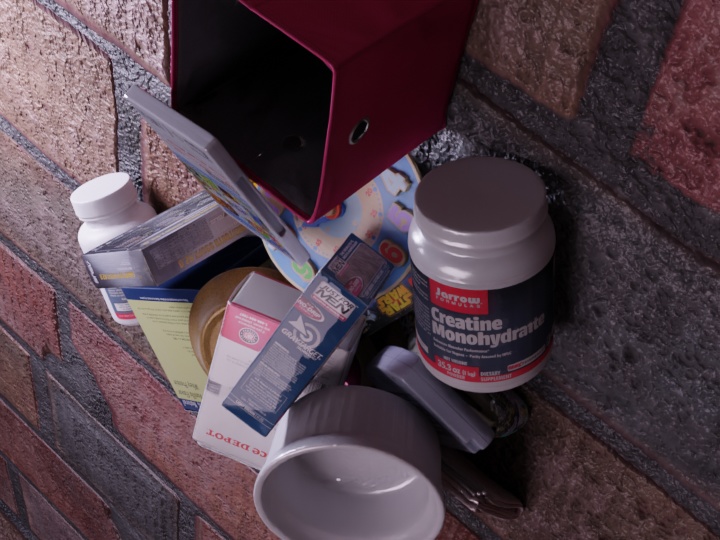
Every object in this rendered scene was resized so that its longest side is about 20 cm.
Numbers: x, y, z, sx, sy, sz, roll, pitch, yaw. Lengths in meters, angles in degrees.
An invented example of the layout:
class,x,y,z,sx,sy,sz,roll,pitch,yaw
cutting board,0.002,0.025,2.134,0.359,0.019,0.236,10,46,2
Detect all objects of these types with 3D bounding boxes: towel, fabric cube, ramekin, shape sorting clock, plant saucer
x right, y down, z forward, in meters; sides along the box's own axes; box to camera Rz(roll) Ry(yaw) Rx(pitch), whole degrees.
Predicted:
class,x,y,z,sx,sy,sz,roll,pitch,yaw
towel,0.093,0.224,1.399,0.200,0.032,0.191,36,180,25
fabric cube,-0.036,-0.203,1.081,0.200,0.199,0.196,39,144,21
ramekin,-0.006,0.214,1.245,0.200,0.098,0.201,5,132,5
shape sorting clock,-0.024,-0.063,1.207,0.200,0.039,0.201,6,101,30
plant saucer,-0.117,0.093,1.390,0.200,0.035,0.201,7,119,13

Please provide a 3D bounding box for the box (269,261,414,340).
class,x,y,z,sx,sy,sz,roll,pitch,yaw
box,0.000,0.000,1.338,0.200,0.040,0.137,-33,93,44

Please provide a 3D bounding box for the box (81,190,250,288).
class,x,y,z,sx,sy,sz,roll,pitch,yaw
box,-0.215,-0.044,1.423,0.158,0.200,0.048,-3,115,51

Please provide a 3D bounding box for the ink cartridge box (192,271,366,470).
class,x,y,z,sx,sy,sz,roll,pitch,yaw
ink cartridge box,-0.094,0.123,1.329,0.146,0.083,0.200,21,121,5

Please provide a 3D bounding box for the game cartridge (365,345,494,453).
class,x,y,z,sx,sy,sz,roll,pitch,yaw
game cartridge,0.068,0.138,1.282,0.133,0.040,0.200,41,170,-5

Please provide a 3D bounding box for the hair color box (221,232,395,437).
class,x,y,z,sx,sy,sz,roll,pitch,yaw
hair color box,-0.053,0.066,1.182,0.060,0.100,0.200,37,120,0

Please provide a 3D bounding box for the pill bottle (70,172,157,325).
class,x,y,z,sx,sy,sz,roll,pitch,yaw
pill bottle,-0.338,-0.033,1.695,0.119,0.120,0.200,13,130,45

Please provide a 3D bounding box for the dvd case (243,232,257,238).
class,x,y,z,sx,sy,sz,roll,pitch,yaw
dvd case,-0.121,-0.050,1.501,0.143,0.018,0.200,38,145,21

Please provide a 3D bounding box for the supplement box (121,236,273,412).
class,x,y,z,sx,sy,sz,roll,pitch,yaw
supplement box,-0.173,0.075,1.541,0.200,0.134,0.200,1,121,50

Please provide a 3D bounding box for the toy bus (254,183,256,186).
class,x,y,z,sx,sy,sz,roll,pitch,yaw
toy bus,-0.066,-0.126,1.318,0.200,0.065,0.078,-9,112,55

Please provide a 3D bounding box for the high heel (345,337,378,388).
class,x,y,z,sx,sy,sz,roll,pitch,yaw
high heel,-0.020,0.107,1.480,0.096,0.067,0.200,20,122,30

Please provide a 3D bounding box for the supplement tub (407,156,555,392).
class,x,y,z,sx,sy,sz,roll,pitch,yaw
supplement tub,0.119,0.006,1.141,0.140,0.140,0.200,26,140,35

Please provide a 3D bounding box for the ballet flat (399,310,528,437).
class,x,y,z,sx,sy,sz,roll,pitch,yaw
ballet flat,0.103,0.113,1.329,0.200,0.072,0.072,45,147,12

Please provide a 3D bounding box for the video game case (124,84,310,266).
class,x,y,z,sx,sy,sz,roll,pitch,yaw
video game case,-0.138,-0.091,1.154,0.143,0.018,0.200,34,168,39
